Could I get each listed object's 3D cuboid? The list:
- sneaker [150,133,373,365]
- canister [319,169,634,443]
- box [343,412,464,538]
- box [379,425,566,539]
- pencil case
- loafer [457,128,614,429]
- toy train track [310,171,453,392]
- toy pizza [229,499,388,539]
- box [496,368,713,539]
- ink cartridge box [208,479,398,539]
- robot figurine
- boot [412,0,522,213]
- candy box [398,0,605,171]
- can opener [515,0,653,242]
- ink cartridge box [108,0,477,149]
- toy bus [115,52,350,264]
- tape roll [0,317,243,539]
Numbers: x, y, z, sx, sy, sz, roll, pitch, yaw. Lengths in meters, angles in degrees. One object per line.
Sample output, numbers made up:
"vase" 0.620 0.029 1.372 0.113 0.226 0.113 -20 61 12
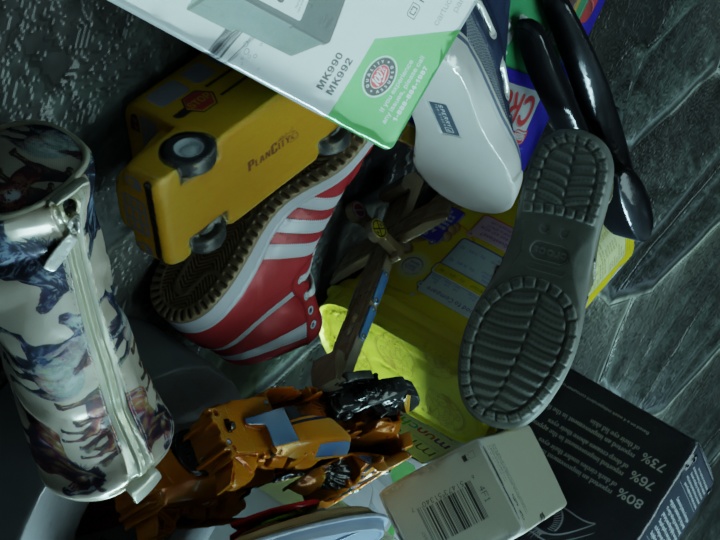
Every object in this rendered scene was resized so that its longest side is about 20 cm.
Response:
"sneaker" -0.040 -0.029 1.150 0.200 0.071 0.113 -49 147 -6
"canister" 0.087 0.009 1.312 0.200 0.148 0.087 -45 148 -28
"box" 0.031 0.192 1.445 0.176 0.096 0.202 -16 129 -55
"box" 0.080 0.155 1.241 0.082 0.069 0.200 -29 171 13
"pencil case" -0.153 0.026 0.947 0.077 0.089 0.202 -28 127 -21
"loafer" 0.122 0.007 1.190 0.202 0.075 0.070 -70 165 10
"toy train track" 0.000 0.000 1.206 0.033 0.114 0.201 42 42 -21
"toy pizza" -0.079 0.173 1.089 0.198 0.032 0.200 -19 165 -5
"box" 0.152 0.191 1.388 0.201 0.147 0.104 -55 153 -9
"ink cartridge box" -0.039 0.216 1.241 0.067 0.199 0.117 1 116 -57
"robot figurine" -0.048 0.112 1.097 0.145 0.059 0.199 -35 159 34
"boot" 0.070 -0.117 1.108 0.200 0.072 0.091 68 42 -61
"candy box" 0.082 -0.170 1.209 0.169 0.077 0.201 15 104 -58
"can opener" 0.151 -0.106 1.230 0.064 0.078 0.201 -50 134 -28
"ink cartridge box" -0.039 -0.171 0.918 0.199 0.084 0.147 24 101 -36
"toy bus" -0.064 -0.089 1.044 0.200 0.078 0.066 -40 143 -32
"tape roll" -0.159 0.132 1.113 0.200 0.066 0.202 -39 145 -33
